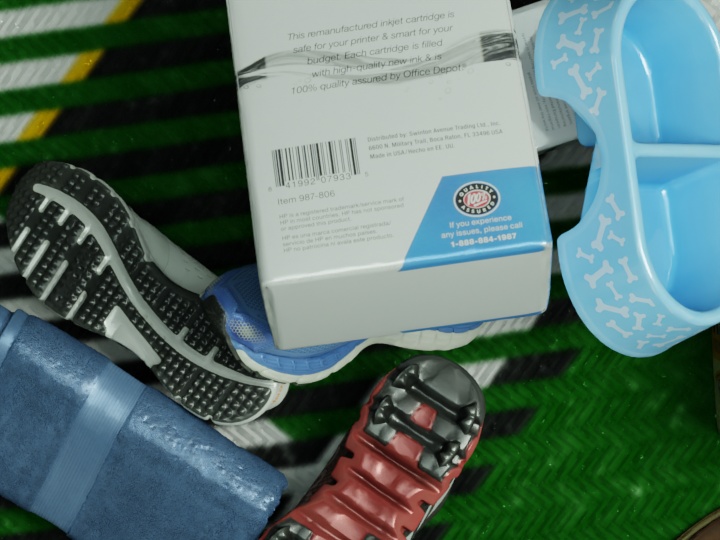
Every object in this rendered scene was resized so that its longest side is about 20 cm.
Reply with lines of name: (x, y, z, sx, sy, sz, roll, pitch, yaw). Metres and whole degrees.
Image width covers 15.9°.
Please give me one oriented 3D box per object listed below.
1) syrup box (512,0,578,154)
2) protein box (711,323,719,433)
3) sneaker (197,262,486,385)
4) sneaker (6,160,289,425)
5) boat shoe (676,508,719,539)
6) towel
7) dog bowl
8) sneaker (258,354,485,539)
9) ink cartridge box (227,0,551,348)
syrup box: (0.051, -0.090, 1.439, 0.198, 0.081, 0.079, -18, 89, -2)
protein box: (0.299, -0.006, 1.422, 0.198, 0.135, 0.200, -3, 92, -2)
sneaker: (0.000, 0.000, 1.395, 0.199, 0.089, 0.079, -13, 54, -38)
sneaker: (-0.119, 0.016, 1.449, 0.200, 0.080, 0.074, 43, 99, 14)
boat shoe: (0.240, 0.160, 1.459, 0.199, 0.068, 0.072, -32, 92, 0)
towel: (-0.142, 0.102, 1.437, 0.199, 0.049, 0.112, 32, 126, 1)
dog bowl: (0.151, -0.058, 1.337, 0.111, 0.049, 0.202, -1, 83, -43)
sneaker: (-0.003, 0.140, 1.431, 0.071, 0.098, 0.201, 36, 80, 7)
ink cartridge box: (0.012, -0.075, 1.323, 0.143, 0.084, 0.201, -7, 64, 0)
